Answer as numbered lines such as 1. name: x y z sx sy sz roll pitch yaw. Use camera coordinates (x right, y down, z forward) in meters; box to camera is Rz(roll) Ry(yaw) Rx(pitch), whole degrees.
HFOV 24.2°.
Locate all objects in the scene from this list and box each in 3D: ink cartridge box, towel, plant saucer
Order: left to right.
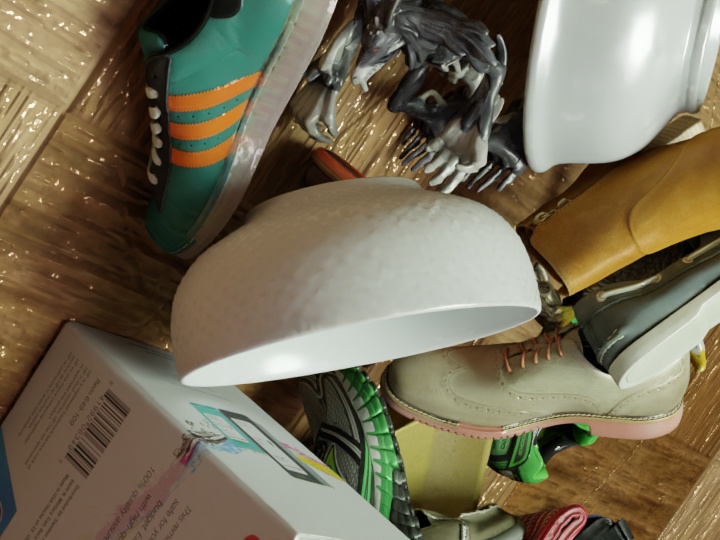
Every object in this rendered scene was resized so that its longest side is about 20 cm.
1. ink cartridge box: -0.096 0.153 0.916 0.147 0.200 0.146 -56 146 6
2. plant saucer: 0.003 0.174 1.190 0.199 0.048 0.201 -23 136 -38
3. towel: 0.091 0.233 1.250 0.145 0.022 0.200 -48 -178 -16

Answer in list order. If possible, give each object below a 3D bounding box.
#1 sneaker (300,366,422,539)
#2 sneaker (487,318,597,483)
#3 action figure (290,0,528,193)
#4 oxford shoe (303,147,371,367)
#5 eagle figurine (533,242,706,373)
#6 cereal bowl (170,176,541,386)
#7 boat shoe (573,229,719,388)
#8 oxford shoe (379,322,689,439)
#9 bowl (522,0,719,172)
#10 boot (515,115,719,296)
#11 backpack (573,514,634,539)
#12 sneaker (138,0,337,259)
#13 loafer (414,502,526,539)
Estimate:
1. sneaker: -0.013 0.138 1.014 0.085 0.201 0.078 -11 139 -3
2. sneaker: 0.169 0.089 1.279 0.200 0.085 0.078 -43 145 -16
3. action figure: 0.032 -0.098 0.924 0.102 0.119 0.200 -58 152 -5
4. oxford shoe: 0.000 0.000 1.014 0.072 0.071 0.200 -42 145 -8
5. eagle figurine: 0.217 0.004 1.139 0.199 0.151 0.152 -32 172 7
6. cereal bowl: -0.007 0.002 0.888 0.200 0.199 0.084 0 77 -50
7. boat shoe: 0.219 -0.009 1.027 0.200 0.062 0.073 -36 156 -7
8. oxford shoe: 0.112 0.060 1.072 0.199 0.071 0.074 0 134 -6
9. bowl: 0.165 -0.148 0.985 0.201 0.090 0.202 14 90 -75
10. boot: 0.180 -0.030 0.988 0.144 0.201 0.071 -36 109 -9
11. backpack: 0.155 0.327 1.394 0.199 0.183 0.147 -19 155 -27
12. sneaker: -0.080 -0.094 0.844 0.080 0.072 0.200 19 126 -15
13. loafer: 0.055 0.190 1.161 0.075 0.070 0.200 -46 166 18
